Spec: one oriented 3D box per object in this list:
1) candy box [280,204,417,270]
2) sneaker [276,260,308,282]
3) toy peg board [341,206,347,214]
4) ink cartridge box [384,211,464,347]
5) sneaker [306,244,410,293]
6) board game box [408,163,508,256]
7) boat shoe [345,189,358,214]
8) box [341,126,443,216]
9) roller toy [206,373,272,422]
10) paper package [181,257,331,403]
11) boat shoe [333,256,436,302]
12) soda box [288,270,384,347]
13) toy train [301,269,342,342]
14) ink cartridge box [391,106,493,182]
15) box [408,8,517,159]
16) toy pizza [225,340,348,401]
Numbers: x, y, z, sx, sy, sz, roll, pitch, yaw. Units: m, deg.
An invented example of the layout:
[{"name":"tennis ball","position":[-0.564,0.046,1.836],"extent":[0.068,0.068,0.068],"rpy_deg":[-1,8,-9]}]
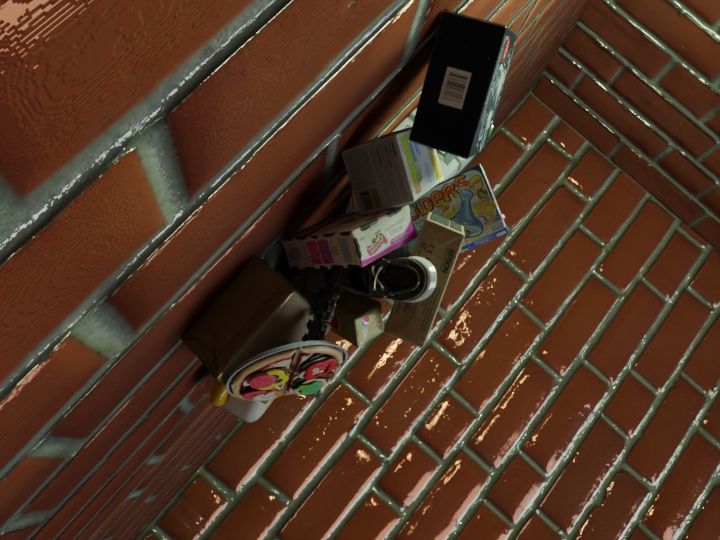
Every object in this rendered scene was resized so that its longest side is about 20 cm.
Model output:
[{"name":"candy box","position":[-0.022,-0.053,1.147],"extent":[0.136,0.062,0.199],"rpy_deg":[-28,-165,-37]},{"name":"sneaker","position":[-0.105,-0.004,1.407],"extent":[0.107,0.075,0.200],"rpy_deg":[-50,174,0]},{"name":"toy peg board","position":[-0.041,-0.028,1.465],"extent":[0.200,0.096,0.202],"rpy_deg":[98,-1,-55]},{"name":"ink cartridge box","position":[0.112,0.010,1.174],"extent":[0.165,0.074,0.203],"rpy_deg":[-47,157,-77]},{"name":"sneaker","position":[0.000,0.000,1.237],"extent":[0.197,0.074,0.071],"rpy_deg":[-17,160,15]},{"name":"board game box","position":[0.159,-0.094,1.278],"extent":[0.198,0.137,0.034],"rpy_deg":[-25,158,16]},{"name":"boat shoe","position":[-0.003,-0.108,1.320],"extent":[0.065,0.073,0.201],"rpy_deg":[-38,-152,31]},{"name":"box","position":[0.061,-0.179,1.174],"extent":[0.100,0.114,0.200],"rpy_deg":[-13,-168,24]},{"name":"roller toy","position":[-0.241,0.219,1.474],"extent":[0.201,0.139,0.183],"rpy_deg":[-58,172,-20]},{"name":"paper package","position":[-0.166,0.107,1.149],"extent":[0.191,0.103,0.200],"rpy_deg":[-49,153,-6]},{"name":"boat shoe","position":[0.035,0.016,1.084],"extent":[0.063,0.072,0.199],"rpy_deg":[-2,179,-40]},{"name":"soda box","position":[-0.046,0.064,1.263],"extent":[0.067,0.199,0.065],"rpy_deg":[-29,127,-31]},{"name":"toy train","position":[-0.059,0.063,1.142],"extent":[0.046,0.034,0.202],"rpy_deg":[87,16,-48]},{"name":"ink cartridge box","position":[0.149,-0.254,1.379],"extent":[0.200,0.146,0.084],"rpy_deg":[-47,174,-24]},{"name":"box","position":[0.171,-0.299,1.111],"extent":[0.182,0.103,0.203],"rpy_deg":[-40,147,-67]},{"name":"toy pizza","position":[-0.112,0.168,1.076],"extent":[0.197,0.032,0.201],"rpy_deg":[-15,153,-8]}]
